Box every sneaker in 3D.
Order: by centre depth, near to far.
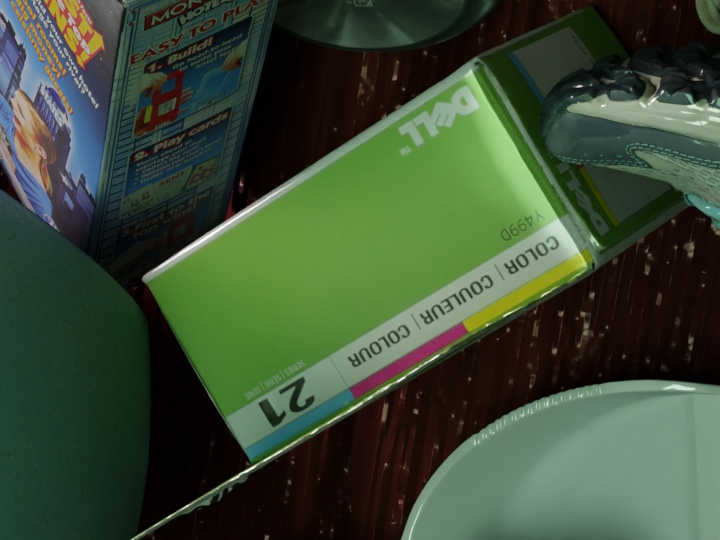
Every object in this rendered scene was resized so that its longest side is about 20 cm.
[{"bbox_3d":[0.146,-0.009,0.789,0.199,0.078,0.087,13,106,0],"label":"sneaker"}]

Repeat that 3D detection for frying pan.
[{"bbox_3d":[0.034,-0.095,0.867,0.189,0.031,0.115,14,153,-9],"label":"frying pan"}]

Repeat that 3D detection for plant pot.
[{"bbox_3d":[-0.145,0.042,0.868,0.200,0.200,0.135,33,79,15],"label":"plant pot"}]

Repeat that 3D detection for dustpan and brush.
[{"bbox_3d":[0.039,0.110,0.913,0.199,0.057,0.141,-6,84,49],"label":"dustpan and brush"}]

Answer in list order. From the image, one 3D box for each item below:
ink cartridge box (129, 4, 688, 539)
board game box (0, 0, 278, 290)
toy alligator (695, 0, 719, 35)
[{"bbox_3d":[0.000,0.000,0.828,0.147,0.200,0.076,-31,89,30],"label":"ink cartridge box"},{"bbox_3d":[-0.094,-0.108,0.865,0.201,0.061,0.200,61,158,4],"label":"board game box"},{"bbox_3d":[0.112,-0.106,0.751,0.200,0.054,0.060,126,127,-67],"label":"toy alligator"}]
